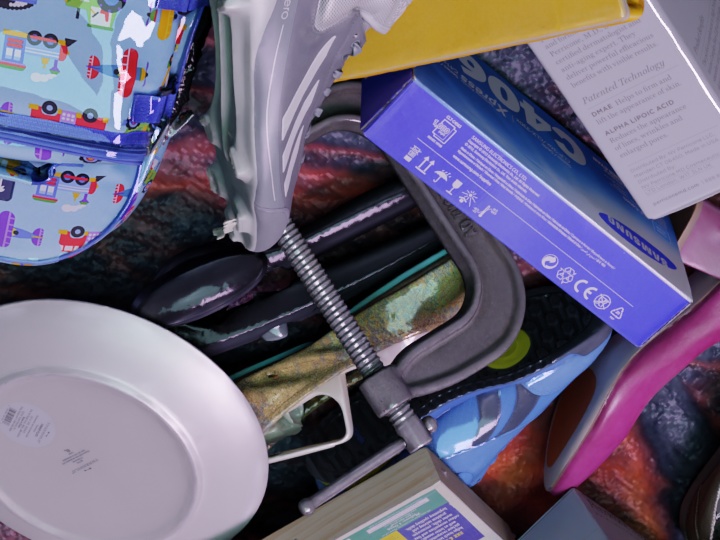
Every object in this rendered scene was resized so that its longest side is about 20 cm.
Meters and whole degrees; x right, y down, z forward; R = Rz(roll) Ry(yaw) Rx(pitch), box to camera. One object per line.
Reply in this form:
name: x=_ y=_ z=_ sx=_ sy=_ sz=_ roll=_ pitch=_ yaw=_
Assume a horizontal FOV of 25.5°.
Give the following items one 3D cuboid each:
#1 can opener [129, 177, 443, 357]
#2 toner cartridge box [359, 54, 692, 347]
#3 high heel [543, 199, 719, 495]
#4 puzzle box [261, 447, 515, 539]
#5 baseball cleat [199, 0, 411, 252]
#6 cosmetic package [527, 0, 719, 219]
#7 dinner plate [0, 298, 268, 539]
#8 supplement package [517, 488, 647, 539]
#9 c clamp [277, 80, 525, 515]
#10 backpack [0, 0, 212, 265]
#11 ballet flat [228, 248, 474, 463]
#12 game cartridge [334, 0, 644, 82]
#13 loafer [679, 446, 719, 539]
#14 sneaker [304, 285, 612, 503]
can opener: x=-0.030 y=0.000 z=0.878 sx=0.199 sy=0.079 sz=0.064 roll=-20 pitch=105 yaw=-10
toner cartridge box: x=0.088 y=-0.051 z=0.852 sx=0.200 sy=0.095 sz=0.043 roll=36 pitch=117 yaw=-20
high heel: x=0.186 y=0.059 z=0.928 sx=0.096 sy=0.067 sz=0.201 roll=25 pitch=106 yaw=-14
puzzle box: x=-0.016 y=0.182 z=0.926 sx=0.199 sy=0.026 sz=0.133 roll=-30 pitch=142 yaw=9
baseball cleat: x=-0.024 y=-0.093 z=0.742 sx=0.106 sy=0.070 sz=0.201 roll=-16 pitch=139 yaw=-17
cosmetic package: x=0.132 y=-0.137 z=0.817 sx=0.074 sy=0.102 sz=0.200 roll=-26 pitch=114 yaw=31
dinner plate: x=-0.150 y=0.100 z=0.877 sx=0.199 sy=0.024 sz=0.201 roll=6 pitch=127 yaw=8
supplement package: x=0.167 y=0.271 z=0.913 sx=0.147 sy=0.200 sz=0.191 roll=-46 pitch=128 yaw=10
c clamp: x=0.000 y=0.000 z=0.831 sx=0.170 sy=0.027 sz=0.201 roll=-24 pitch=80 yaw=-22
backpack: x=-0.173 y=-0.091 z=0.782 sx=0.182 sy=0.135 sz=0.201 roll=15 pitch=111 yaw=-13
ballet flat: x=-0.008 y=0.058 z=0.895 sx=0.199 sy=0.071 sz=0.071 roll=-30 pitch=112 yaw=7
game cartridge: x=0.024 y=-0.187 z=0.750 sx=0.199 sy=0.032 sz=0.177 roll=-7 pitch=97 yaw=33
loafer: x=0.259 y=0.100 z=0.946 sx=0.075 sy=0.070 sz=0.201 roll=23 pitch=107 yaw=-1
sneaker: x=0.065 y=0.082 z=0.927 sx=0.200 sy=0.066 sz=0.079 roll=-33 pitch=130 yaw=3
